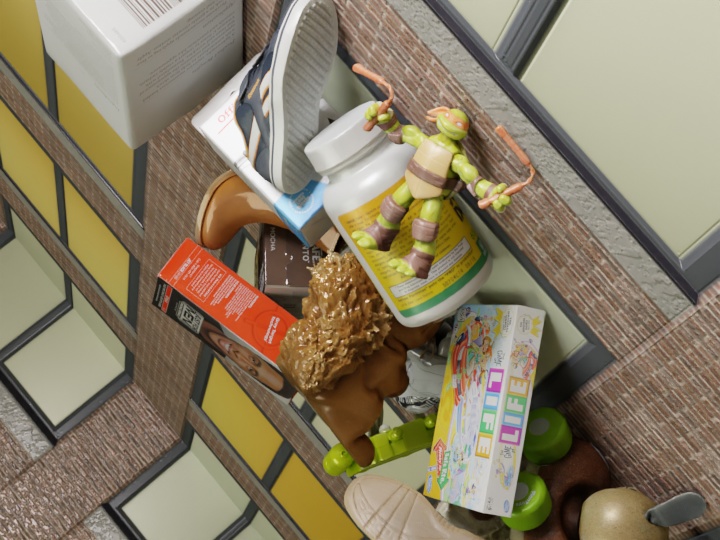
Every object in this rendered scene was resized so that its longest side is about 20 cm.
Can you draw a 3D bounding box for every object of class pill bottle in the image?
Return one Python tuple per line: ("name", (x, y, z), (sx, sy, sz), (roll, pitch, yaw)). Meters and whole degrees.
("pill bottle", (0.033, -0.056, 1.456), (0.201, 0.112, 0.113), (56, 161, -14))

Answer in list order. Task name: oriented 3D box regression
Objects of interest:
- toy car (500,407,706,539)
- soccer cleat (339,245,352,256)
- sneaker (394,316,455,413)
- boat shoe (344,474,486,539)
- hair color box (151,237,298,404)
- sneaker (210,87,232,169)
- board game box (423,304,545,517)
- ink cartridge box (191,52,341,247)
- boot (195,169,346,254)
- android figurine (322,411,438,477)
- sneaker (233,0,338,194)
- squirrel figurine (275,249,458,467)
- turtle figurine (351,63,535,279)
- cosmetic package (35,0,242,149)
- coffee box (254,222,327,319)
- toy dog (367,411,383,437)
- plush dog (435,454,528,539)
("toy car", (0.259, 0.245, 1.518), (0.198, 0.159, 0.165), (1, 138, 29))
("soccer cleat", (0.000, 0.000, 1.681), (0.069, 0.085, 0.200), (49, 161, 6))
("sneaker", (0.079, 0.102, 1.709), (0.199, 0.075, 0.116), (9, 134, 57))
("boat shoe", (0.070, 0.281, 1.550), (0.198, 0.072, 0.065), (26, 155, 17))
("hair color box", (-0.138, 0.059, 1.705), (0.199, 0.061, 0.102), (36, 158, 2))
("sneaker", (-0.104, -0.123, 1.726), (0.076, 0.079, 0.201), (7, 146, 32))
("board game box", (0.123, 0.136, 1.509), (0.034, 0.203, 0.134), (13, 174, -22))
("ink cartridge box", (-0.084, -0.138, 1.557), (0.200, 0.116, 0.067), (45, 176, 17))
("boot", (-0.082, -0.064, 1.632), (0.154, 0.074, 0.201), (41, 116, 13))
("android figurine", (0.045, 0.205, 1.815), (0.200, 0.180, 0.042), (123, 127, -72))
("sneaker", (-0.078, -0.178, 1.450), (0.079, 0.078, 0.202), (30, 123, 33))
("squirrel figurine", (0.010, 0.066, 1.556), (0.142, 0.186, 0.200), (46, 172, 33))
("turtle figurine", (0.053, -0.086, 1.355), (0.199, 0.163, 0.064), (33, -162, 18))
("cosmetic package", (-0.234, -0.273, 1.603), (0.165, 0.164, 0.200), (47, 160, 14))
("coffee box", (-0.081, 0.002, 1.767), (0.200, 0.079, 0.115), (110, 160, -68))
("toy dog", (-0.023, 0.122, 1.841), (0.095, 0.134, 0.200), (6, 162, 9))
("plush dog", (0.160, 0.269, 1.668), (0.160, 0.171, 0.202), (8, 123, 57))
